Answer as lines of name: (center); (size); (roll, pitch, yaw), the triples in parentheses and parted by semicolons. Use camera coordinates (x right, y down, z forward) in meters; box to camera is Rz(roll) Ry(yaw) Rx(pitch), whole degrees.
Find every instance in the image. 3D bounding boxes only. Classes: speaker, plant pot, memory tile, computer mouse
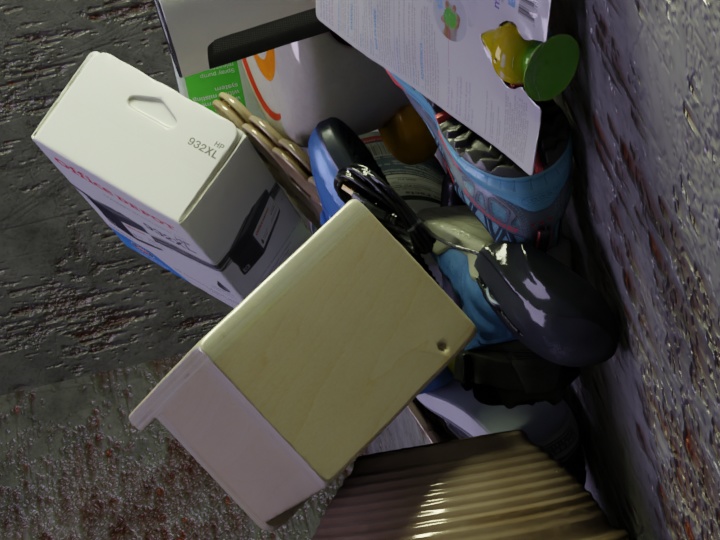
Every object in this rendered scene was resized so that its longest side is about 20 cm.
speaker: (-0.027, -0.184, 1.096); (0.081, 0.199, 0.081); (162, 90, -84)
plant pot: (0.052, 0.145, 1.045); (0.201, 0.200, 0.093); (112, 148, -83)
memory tile: (-0.024, -0.047, 1.258); (0.153, 0.017, 0.200); (50, 174, -38)
computer mouse: (0.055, -0.002, 0.982); (0.200, 0.034, 0.059); (30, 155, 34)

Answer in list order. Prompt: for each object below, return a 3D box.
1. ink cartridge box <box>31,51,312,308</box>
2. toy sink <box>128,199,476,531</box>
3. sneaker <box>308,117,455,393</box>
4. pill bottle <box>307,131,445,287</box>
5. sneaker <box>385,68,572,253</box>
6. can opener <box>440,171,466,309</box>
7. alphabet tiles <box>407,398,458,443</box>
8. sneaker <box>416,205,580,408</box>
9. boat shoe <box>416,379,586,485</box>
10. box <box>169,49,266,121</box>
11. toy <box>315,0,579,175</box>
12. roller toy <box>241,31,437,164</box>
ink cartridge box: (-0.134, -0.058, 1.348); (0.145, 0.084, 0.200); (30, 168, 23)
toy sink: (-0.037, 0.066, 1.063); (0.112, 0.130, 0.200); (47, 155, -1)
sneaker: (0.000, 0.000, 1.130); (0.066, 0.078, 0.200); (-89, -24, -58)
pill bottle: (0.029, -0.014, 1.403); (0.200, 0.119, 0.120); (-109, 8, -59)
sneaker: (0.064, -0.077, 1.026); (0.200, 0.079, 0.096); (-108, 4, -52)
can opener: (0.081, 0.014, 1.281); (0.063, 0.078, 0.201); (-49, -42, -62)
alphabet tiles: (0.087, 0.150, 1.262); (0.200, 0.008, 0.167); (55, -173, 21)
sneaker: (0.081, 0.023, 1.102); (0.200, 0.076, 0.112); (-140, 47, -73)
boat shoe: (0.088, 0.093, 1.188); (0.200, 0.070, 0.066); (33, 152, 57)
box: (-0.053, -0.202, 1.405); (0.097, 0.199, 0.177); (-108, 7, -49)
toy: (0.046, -0.147, 0.949); (0.200, 0.047, 0.115); (44, 143, 43)
roller toy: (-0.006, -0.184, 1.236); (0.183, 0.139, 0.200); (89, 160, -46)
